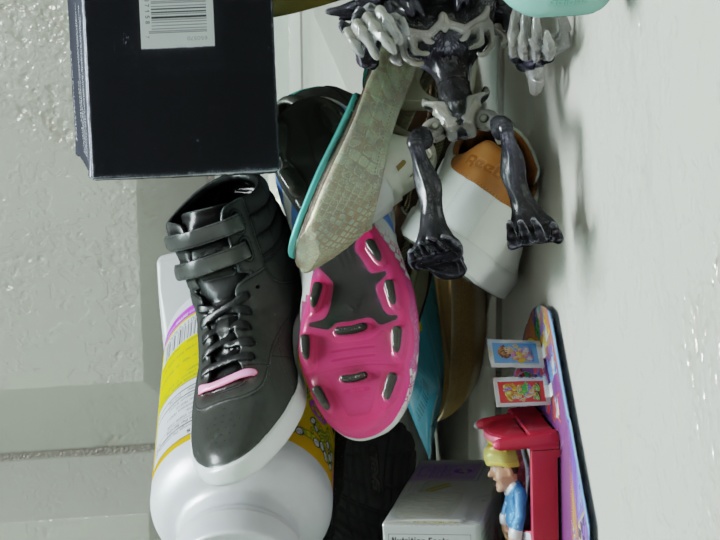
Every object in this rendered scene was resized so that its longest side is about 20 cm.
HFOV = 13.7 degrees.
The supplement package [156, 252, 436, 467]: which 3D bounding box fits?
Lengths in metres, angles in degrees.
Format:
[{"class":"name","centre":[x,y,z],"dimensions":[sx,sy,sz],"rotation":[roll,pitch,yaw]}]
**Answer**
[{"class":"supplement package","centre":[-0.036,0.096,1.969],"dimensions":[0.200,0.147,0.192],"rotation":[61,-159,-71]}]

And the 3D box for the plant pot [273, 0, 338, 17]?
[{"class":"plant pot","centre":[0.003,-0.245,1.701],"dimensions":[0.200,0.142,0.200],"rotation":[177,90,-83]}]

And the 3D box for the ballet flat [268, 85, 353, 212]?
[{"class":"ballet flat","centre":[-0.028,-0.017,1.819],"dimensions":[0.068,0.068,0.200],"rotation":[-25,63,47]}]

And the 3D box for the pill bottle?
[{"class":"pill bottle","centre":[-0.066,0.104,1.708],"dimensions":[0.200,0.104,0.104],"rotation":[-89,1,-49]}]

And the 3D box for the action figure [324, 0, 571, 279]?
[{"class":"action figure","centre":[0.050,-0.104,1.522],"dimensions":[0.102,0.119,0.200],"rotation":[97,162,-69]}]

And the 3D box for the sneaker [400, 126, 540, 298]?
[{"class":"sneaker","centre":[0.071,-0.036,1.651],"dimensions":[0.085,0.073,0.200],"rotation":[-58,-1,1]}]

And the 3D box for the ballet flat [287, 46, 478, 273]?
[{"class":"ballet flat","centre":[0.023,-0.085,1.592],"dimensions":[0.067,0.062,0.200],"rotation":[86,-155,-73]}]

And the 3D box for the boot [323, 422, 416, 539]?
[{"class":"boot","centre":[-0.033,0.185,1.764],"dimensions":[0.132,0.070,0.200],"rotation":[-31,34,49]}]

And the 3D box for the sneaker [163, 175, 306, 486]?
[{"class":"sneaker","centre":[-0.075,0.025,1.633],"dimensions":[0.099,0.071,0.200],"rotation":[58,-153,-32]}]

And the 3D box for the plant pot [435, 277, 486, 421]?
[{"class":"plant pot","centre":[0.053,-0.005,1.879],"dimensions":[0.200,0.027,0.200],"rotation":[177,90,-82]}]

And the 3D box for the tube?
[{"class":"tube","centre":[0.026,0.011,1.839],"dimensions":[0.077,0.050,0.200],"rotation":[86,172,-59]}]

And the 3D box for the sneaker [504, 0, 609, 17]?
[{"class":"sneaker","centre":[0.083,-0.230,1.388],"dimensions":[0.140,0.078,0.200],"rotation":[97,158,-47]}]

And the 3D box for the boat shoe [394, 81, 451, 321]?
[{"class":"boat shoe","centre":[0.014,-0.051,1.761],"dimensions":[0.075,0.075,0.203],"rotation":[40,-129,-47]}]

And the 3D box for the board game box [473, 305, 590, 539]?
[{"class":"board game box","centre":[0.085,0.121,1.618],"dimensions":[0.158,0.039,0.200],"rotation":[97,168,-56]}]

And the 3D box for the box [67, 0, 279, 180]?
[{"class":"box","centre":[-0.107,-0.156,1.640],"dimensions":[0.182,0.104,0.200],"rotation":[-142,50,-79]}]

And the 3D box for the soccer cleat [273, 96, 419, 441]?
[{"class":"soccer cleat","centre":[0.000,0.000,1.650],"dimensions":[0.086,0.070,0.200],"rotation":[35,-137,-66]}]

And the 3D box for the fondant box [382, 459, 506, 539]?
[{"class":"fondant box","centre":[0.053,0.221,1.711],"dimensions":[0.144,0.058,0.200],"rotation":[-47,-43,-76]}]
